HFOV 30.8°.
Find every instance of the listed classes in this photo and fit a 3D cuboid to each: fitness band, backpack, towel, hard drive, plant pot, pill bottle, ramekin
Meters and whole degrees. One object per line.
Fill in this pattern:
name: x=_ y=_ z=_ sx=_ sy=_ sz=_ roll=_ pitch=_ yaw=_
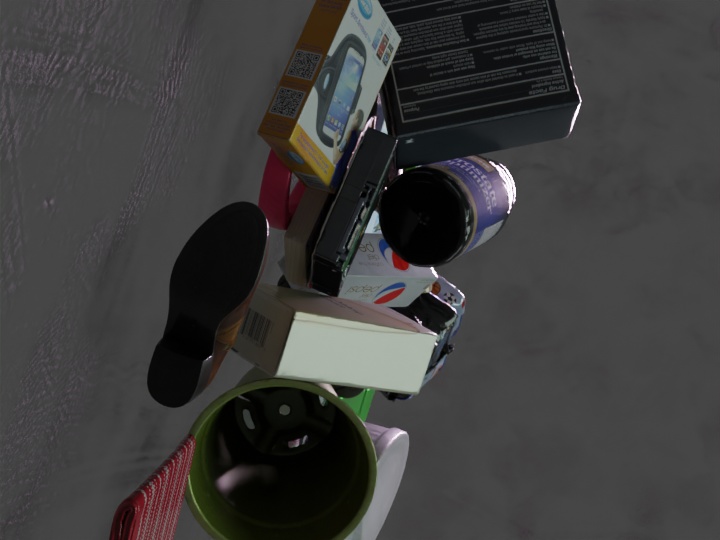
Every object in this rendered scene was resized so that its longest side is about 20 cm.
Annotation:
fitness band: x=-0.060 y=-0.113 z=1.346 sx=0.200 sy=0.037 sz=0.144 roll=-29 pitch=140 yaw=-79
backpack: x=0.044 y=0.076 z=1.793 sx=0.154 sy=0.200 sz=0.191 roll=-31 pitch=150 yaw=-35
towel: x=-0.202 y=0.246 z=1.224 sx=0.200 sy=0.022 sz=0.145 roll=-51 pitch=157 yaw=-77
hard drive: x=-0.010 y=-0.054 z=1.337 sx=0.200 sy=0.038 sz=0.140 roll=110 pitch=3 yaw=-80
plant pot: x=-0.086 y=0.180 z=1.413 sx=0.190 sy=0.200 sz=0.200 roll=-99 pitch=-155 yaw=-75
pill bottle: x=0.107 y=-0.076 z=1.509 sx=0.200 sy=0.112 sz=0.112 roll=-27 pitch=137 yaw=-62
ramekin: x=-0.022 y=0.280 z=1.662 sx=0.203 sy=0.094 sz=0.203 roll=-58 pitch=161 yaw=-33

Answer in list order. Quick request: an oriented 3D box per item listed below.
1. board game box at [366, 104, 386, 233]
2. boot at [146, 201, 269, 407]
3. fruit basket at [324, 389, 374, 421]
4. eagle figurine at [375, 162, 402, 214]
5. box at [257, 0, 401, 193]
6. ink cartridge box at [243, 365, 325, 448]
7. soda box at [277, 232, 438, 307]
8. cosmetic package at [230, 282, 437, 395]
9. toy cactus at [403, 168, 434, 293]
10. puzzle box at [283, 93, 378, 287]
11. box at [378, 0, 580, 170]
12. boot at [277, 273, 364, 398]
board game box: x=0.057 y=-0.117 z=1.826 sx=0.199 sy=0.041 sz=0.200 roll=11 pitch=100 yaw=-49
boot: x=-0.108 y=0.013 z=1.140 sx=0.200 sy=0.068 sz=0.189 roll=-52 pitch=159 yaw=-74
fruit basket: x=-0.061 y=0.202 z=1.816 sx=0.216 sy=0.155 sz=0.216 roll=-47 pitch=151 yaw=-36
eagle figurine: x=-0.005 y=-0.093 z=1.593 sx=0.152 sy=0.151 sz=0.200 roll=-12 pitch=168 yaw=-37
box: x=-0.022 y=-0.187 z=1.239 sx=0.200 sy=0.041 sz=0.119 roll=-66 pitch=153 yaw=-12
ink cartridge box: x=-0.104 y=0.197 z=1.625 sx=0.146 sy=0.083 sz=0.200 roll=-32 pitch=141 yaw=-79
soda box: x=0.000 y=0.000 z=1.537 sx=0.200 sy=0.068 sz=0.064 roll=1 pitch=142 yaw=-51
cosmetic package: x=-0.031 y=0.070 z=1.344 sx=0.200 sy=0.103 sz=0.073 roll=10 pitch=101 yaw=-43
toy cactus: x=0.079 y=-0.055 z=1.693 sx=0.200 sy=0.102 sz=0.165 roll=-154 pitch=-122 yaw=-69
puzzle box: x=-0.030 y=-0.093 z=1.388 sx=0.133 sy=0.025 sz=0.200 roll=94 pitch=19 yaw=-70
box: x=0.112 y=-0.231 z=1.404 sx=0.123 sy=0.200 sz=0.199 roll=80 pitch=-1 yaw=-76
boot: x=-0.038 y=0.080 z=1.610 sx=0.200 sy=0.072 sz=0.182 roll=83 pitch=-18 yaw=-78
